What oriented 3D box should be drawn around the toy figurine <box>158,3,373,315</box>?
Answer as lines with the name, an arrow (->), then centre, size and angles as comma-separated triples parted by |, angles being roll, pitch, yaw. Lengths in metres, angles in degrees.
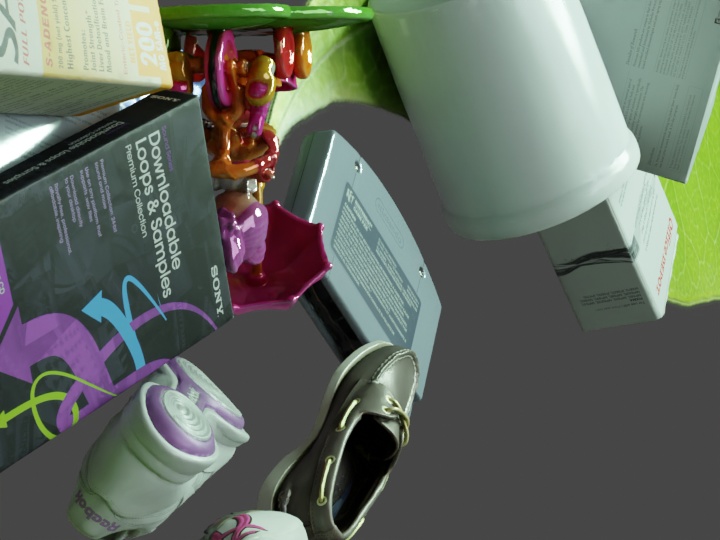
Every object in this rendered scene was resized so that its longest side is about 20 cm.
toy figurine -> -0.067, -0.064, 1.256 | 0.200, 0.150, 0.184 | -28, 117, -81

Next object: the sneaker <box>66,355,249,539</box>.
sneaker -> -0.125, 0.105, 1.219 | 0.075, 0.100, 0.200 | 43, 7, 3

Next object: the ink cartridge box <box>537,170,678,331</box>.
ink cartridge box -> 0.224, -0.064, 1.969 | 0.200, 0.084, 0.144 | 62, 30, -32

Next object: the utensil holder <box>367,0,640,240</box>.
utensil holder -> 0.112, -0.152, 1.681 | 0.200, 0.170, 0.170 | 66, 29, -21

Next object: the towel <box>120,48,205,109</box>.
towel -> -0.151, -0.082, 1.271 | 0.145, 0.024, 0.200 | 50, 39, -45

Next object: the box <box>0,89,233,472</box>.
box -> -0.150, 0.002, 1.136 | 0.200, 0.036, 0.143 | -36, 127, -46

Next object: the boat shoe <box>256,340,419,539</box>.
boat shoe -> 0.000, 0.118, 1.437 | 0.200, 0.059, 0.072 | -52, 128, -46

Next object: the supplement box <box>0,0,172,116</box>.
supplement box -> -0.190, -0.149, 1.061 | 0.200, 0.073, 0.126 | -4, 83, -57

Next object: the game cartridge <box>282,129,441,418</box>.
game cartridge -> 0.000, 0.000, 1.541 | 0.133, 0.041, 0.200 | -80, 148, -43

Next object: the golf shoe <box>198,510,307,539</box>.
golf shoe -> -0.067, 0.195, 1.267 | 0.200, 0.092, 0.073 | -34, 110, -64

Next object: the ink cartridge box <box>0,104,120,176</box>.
ink cartridge box -> -0.205, -0.131, 1.140 | 0.196, 0.043, 0.200 | 23, 60, -53

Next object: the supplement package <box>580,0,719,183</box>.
supplement package -> 0.218, -0.213, 1.804 | 0.147, 0.200, 0.191 | -61, 165, -53
